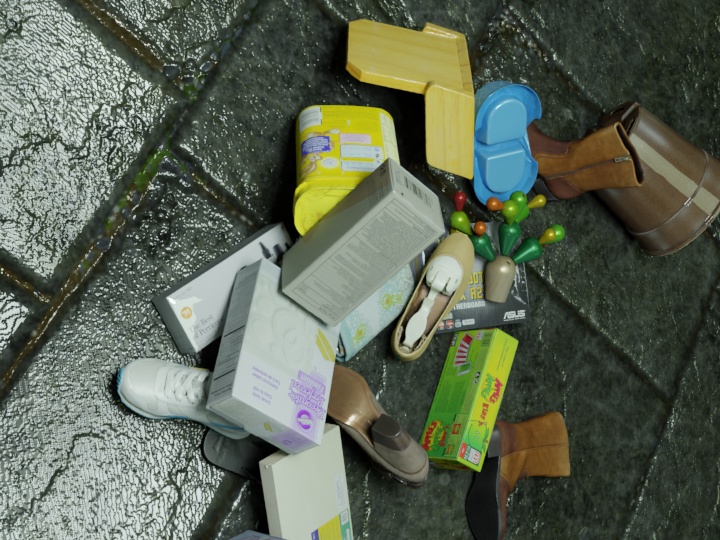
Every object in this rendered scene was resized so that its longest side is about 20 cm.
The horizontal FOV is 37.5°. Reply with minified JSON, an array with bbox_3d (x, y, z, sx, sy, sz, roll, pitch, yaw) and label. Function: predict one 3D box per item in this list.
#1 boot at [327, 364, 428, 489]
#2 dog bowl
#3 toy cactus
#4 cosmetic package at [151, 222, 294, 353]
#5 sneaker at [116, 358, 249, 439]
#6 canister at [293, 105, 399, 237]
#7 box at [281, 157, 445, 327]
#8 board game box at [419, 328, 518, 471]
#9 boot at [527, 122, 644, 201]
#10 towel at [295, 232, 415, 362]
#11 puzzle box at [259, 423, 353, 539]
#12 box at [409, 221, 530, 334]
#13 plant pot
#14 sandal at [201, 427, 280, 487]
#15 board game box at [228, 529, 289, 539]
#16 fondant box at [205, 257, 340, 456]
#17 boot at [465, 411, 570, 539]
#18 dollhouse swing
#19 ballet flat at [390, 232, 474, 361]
[{"bbox_3d":[0.011,0.220,1.452,0.070,0.200,0.147,-41,143,-17],"label":"boot"},{"bbox_3d":[0.212,-0.195,1.613,0.111,0.050,0.202,-14,124,-17],"label":"dog bowl"},{"bbox_3d":[0.207,-0.039,1.575,0.199,0.102,0.167,5,99,-36],"label":"toy cactus"},{"bbox_3d":[-0.165,0.021,1.382,0.200,0.050,0.083,-36,104,-32],"label":"cosmetic package"},{"bbox_3d":[-0.202,0.149,1.312,0.199,0.081,0.077,19,58,-27],"label":"sneaker"},{"bbox_3d":[-0.016,-0.133,1.405,0.147,0.087,0.201,2,40,-6],"label":"canister"},{"bbox_3d":[0.000,-0.032,1.305,0.095,0.200,0.078,37,27,-28],"label":"box"},{"bbox_3d":[0.155,0.188,1.549,0.047,0.101,0.201,30,69,-27],"label":"board game box"},{"bbox_3d":[0.318,-0.194,1.637,0.068,0.199,0.189,-36,105,-30],"label":"boot"},{"bbox_3d":[0.000,0.000,1.463,0.171,0.048,0.201,-37,123,-36],"label":"towel"},{"bbox_3d":[-0.067,0.317,1.385,0.133,0.025,0.202,-23,111,-48],"label":"puzzle box"},{"bbox_3d":[0.163,0.010,1.608,0.199,0.048,0.160,-4,87,-35],"label":"box"},{"bbox_3d":[0.475,-0.163,1.765,0.198,0.200,0.201,38,65,-17],"label":"plant pot"},{"bbox_3d":[-0.115,0.254,1.391,0.199,0.045,0.076,25,70,-29],"label":"sandal"},{"bbox_3d":[-0.162,0.375,1.253,0.199,0.199,0.042,-19,96,-33],"label":"board game box"},{"bbox_3d":[-0.102,0.106,1.317,0.144,0.058,0.201,34,48,-31],"label":"fondant box"},{"bbox_3d":[0.247,0.320,1.636,0.199,0.068,0.190,1,76,-41],"label":"boot"},{"bbox_3d":[0.070,-0.247,1.515,0.174,0.201,0.183,-2,127,2],"label":"dollhouse swing"},{"bbox_3d":[0.105,0.040,1.501,0.068,0.063,0.201,26,92,7],"label":"ballet flat"}]
